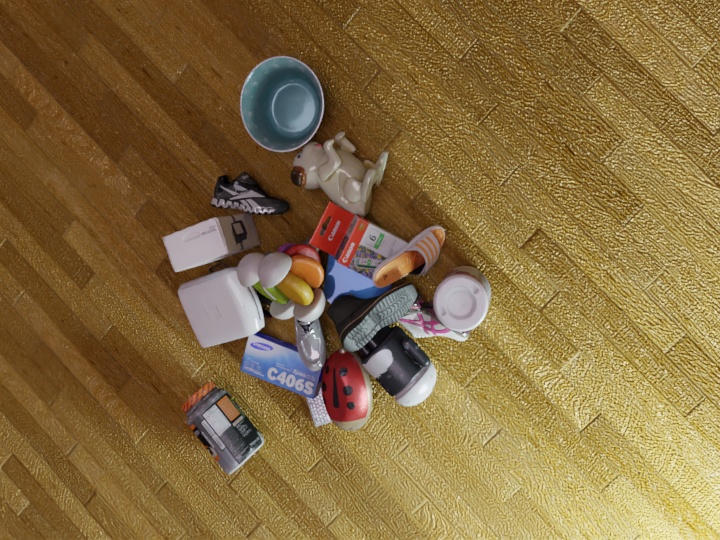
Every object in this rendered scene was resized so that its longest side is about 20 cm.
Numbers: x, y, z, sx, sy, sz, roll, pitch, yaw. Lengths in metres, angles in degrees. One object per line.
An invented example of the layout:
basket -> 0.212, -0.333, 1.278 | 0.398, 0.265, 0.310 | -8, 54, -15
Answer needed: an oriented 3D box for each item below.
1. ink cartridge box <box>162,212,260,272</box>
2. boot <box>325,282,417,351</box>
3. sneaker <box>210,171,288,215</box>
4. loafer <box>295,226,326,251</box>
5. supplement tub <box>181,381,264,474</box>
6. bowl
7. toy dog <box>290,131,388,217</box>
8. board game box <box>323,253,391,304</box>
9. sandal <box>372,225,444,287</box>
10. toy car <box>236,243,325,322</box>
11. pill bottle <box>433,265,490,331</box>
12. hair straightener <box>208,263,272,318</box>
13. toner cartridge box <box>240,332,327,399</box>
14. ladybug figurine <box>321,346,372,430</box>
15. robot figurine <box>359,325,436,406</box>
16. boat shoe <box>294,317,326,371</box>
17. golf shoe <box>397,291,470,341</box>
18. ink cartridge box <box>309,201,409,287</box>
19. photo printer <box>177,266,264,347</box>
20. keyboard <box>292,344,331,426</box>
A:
ink cartridge box -> -0.336, -0.067, 1.589 | 0.141, 0.200, 0.087 | -18, 93, 15
boot -> 0.017, 0.069, 1.534 | 0.198, 0.139, 0.078 | -34, 127, -6
sneaker -> -0.260, -0.182, 1.626 | 0.194, 0.066, 0.093 | 10, 101, 15
loafer -> -0.152, -0.031, 1.616 | 0.069, 0.070, 0.201 | 40, 105, -3
supplement tub -> -0.336, 0.378, 1.683 | 0.122, 0.122, 0.201 | -41, 86, 15
bowl -> -0.161, -0.368, 1.559 | 0.195, 0.105, 0.207 | 2, 97, 14
toy dog -> -0.057, -0.216, 1.552 | 0.196, 0.141, 0.197 | 23, 135, 9
board game box -> 0.000, 0.000, 1.599 | 0.153, 0.039, 0.206 | 10, 99, 2
sandal -> 0.119, -0.016, 1.509 | 0.205, 0.059, 0.080 | -35, 132, -18
toy car -> -0.158, 0.009, 1.515 | 0.197, 0.152, 0.175 | 1, 142, 48
pill bottle -> 0.219, 0.053, 1.468 | 0.110, 0.200, 0.117 | 2, 97, 13
hair straightener -> -0.285, 0.036, 1.678 | 0.197, 0.041, 0.078 | 30, 103, 13
toner cartridge box -> -0.183, 0.225, 1.657 | 0.195, 0.043, 0.098 | 18, 98, 11
ladybug figurine -> -0.039, 0.280, 1.608 | 0.133, 0.071, 0.206 | 1, 103, 34
robot figurine -> 0.083, 0.207, 1.559 | 0.125, 0.150, 0.200 | -44, 89, 1
boat shoe -> -0.121, 0.128, 1.602 | 0.070, 0.069, 0.206 | -7, 77, 5
golf shoe -> 0.153, 0.114, 1.565 | 0.196, 0.073, 0.094 | 25, 122, 16
ink cartridge box -> -0.002, -0.057, 1.519 | 0.196, 0.050, 0.111 | 26, 98, -18
photo printer -> -0.323, 0.086, 1.641 | 0.196, 0.069, 0.170 | -15, 102, 31
keyboard -> -0.115, 0.273, 1.674 | 0.055, 0.011, 0.205 | -17, 93, 15
